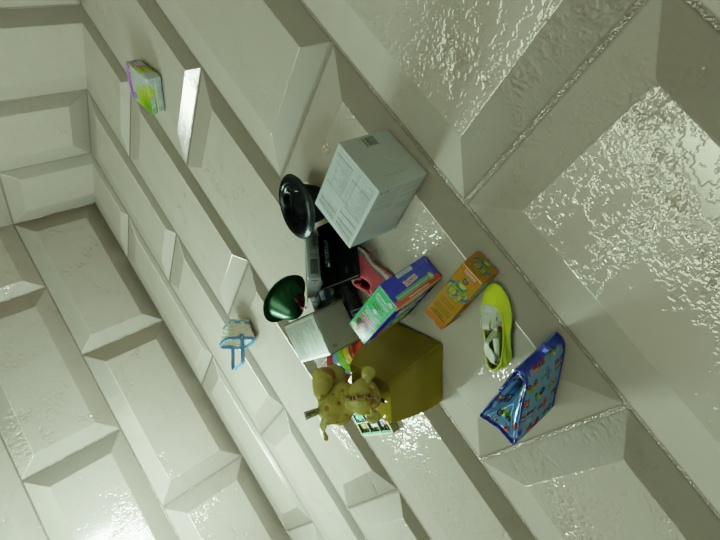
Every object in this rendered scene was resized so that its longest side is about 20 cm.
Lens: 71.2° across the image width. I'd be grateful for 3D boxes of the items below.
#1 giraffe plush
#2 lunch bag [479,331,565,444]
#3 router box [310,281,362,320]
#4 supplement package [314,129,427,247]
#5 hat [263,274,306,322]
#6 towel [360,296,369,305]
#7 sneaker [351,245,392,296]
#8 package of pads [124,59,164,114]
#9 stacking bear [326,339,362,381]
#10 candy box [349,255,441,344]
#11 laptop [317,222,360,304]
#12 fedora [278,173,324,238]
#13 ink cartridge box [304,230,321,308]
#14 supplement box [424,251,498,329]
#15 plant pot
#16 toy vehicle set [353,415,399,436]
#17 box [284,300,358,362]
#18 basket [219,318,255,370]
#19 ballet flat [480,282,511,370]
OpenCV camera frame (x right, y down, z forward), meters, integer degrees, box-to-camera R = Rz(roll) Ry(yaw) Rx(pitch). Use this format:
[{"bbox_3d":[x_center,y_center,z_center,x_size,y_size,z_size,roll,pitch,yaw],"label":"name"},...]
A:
[{"bbox_3d":[-0.022,0.303,1.214,0.162,0.200,0.173,-18,96,22],"label":"giraffe plush"},{"bbox_3d":[0.340,0.222,1.001,0.094,0.150,0.200,38,137,32],"label":"lunch bag"},{"bbox_3d":[-0.073,0.108,1.528,0.200,0.052,0.157,-28,80,55],"label":"router box"},{"bbox_3d":[0.018,-0.187,1.159,0.151,0.152,0.200,52,143,17],"label":"supplement package"},{"bbox_3d":[-0.177,0.122,1.498,0.176,0.200,0.166,29,112,29],"label":"hat"},{"bbox_3d":[0.009,0.139,1.488,0.086,0.018,0.200,59,144,6],"label":"towel"},{"bbox_3d":[0.000,0.000,1.351,0.200,0.087,0.074,40,138,34],"label":"sneaker"},{"bbox_3d":[-0.860,-0.739,2.011,0.200,0.068,0.155,40,140,29],"label":"package of pads"},{"bbox_3d":[-0.008,0.250,1.509,0.114,0.121,0.200,52,134,3],"label":"stacking bear"},{"bbox_3d":[0.083,0.074,1.223,0.077,0.169,0.200,50,143,14],"label":"candy box"},{"bbox_3d":[-0.057,-0.029,1.396,0.200,0.116,0.188,-21,64,32],"label":"laptop"},{"bbox_3d":[-0.152,-0.186,1.421,0.201,0.092,0.201,32,130,50],"label":"fedora"},{"bbox_3d":[-0.142,0.002,1.523,0.200,0.050,0.162,96,170,-59],"label":"ink cartridge box"},{"bbox_3d":[0.220,0.048,1.122,0.067,0.069,0.200,48,140,17],"label":"supplement box"},{"bbox_3d":[0.084,0.279,1.329,0.200,0.176,0.200,20,126,38],"label":"plant pot"},{"bbox_3d":[0.036,0.480,1.656,0.200,0.026,0.124,-34,84,55],"label":"toy vehicle set"},{"bbox_3d":[-0.117,0.181,1.473,0.200,0.109,0.128,-26,88,55],"label":"box"},{"bbox_3d":[-0.528,0.316,2.160,0.176,0.139,0.200,-35,52,55],"label":"basket"},{"bbox_3d":[0.288,0.128,1.082,0.067,0.067,0.200,13,121,48],"label":"ballet flat"}]
